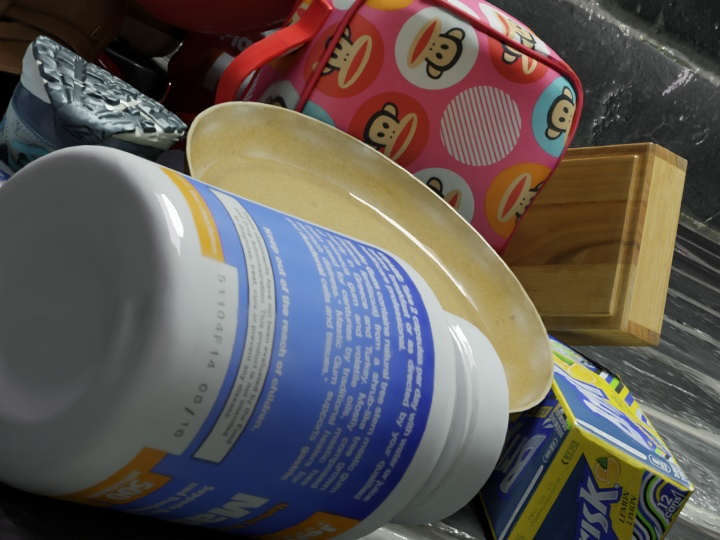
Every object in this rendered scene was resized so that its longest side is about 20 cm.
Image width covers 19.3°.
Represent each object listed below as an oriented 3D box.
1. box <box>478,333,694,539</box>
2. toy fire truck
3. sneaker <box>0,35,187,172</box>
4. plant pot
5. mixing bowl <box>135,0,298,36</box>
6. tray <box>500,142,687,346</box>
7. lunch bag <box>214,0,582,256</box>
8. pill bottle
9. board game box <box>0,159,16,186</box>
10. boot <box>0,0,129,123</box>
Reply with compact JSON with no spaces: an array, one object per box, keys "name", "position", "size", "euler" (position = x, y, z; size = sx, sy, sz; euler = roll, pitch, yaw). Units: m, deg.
[{"name":"box","position":[0.096,0.087,0.999],"size":[0.064,0.070,0.200],"euler":[28,9,-9]},{"name":"toy fire truck","position":[-0.095,-0.120,1.220],"size":[0.199,0.169,0.112],"euler":[33,9,19]},{"name":"sneaker","position":[-0.133,-0.051,0.963],"size":[0.077,0.087,0.200],"euler":[30,0,-9]},{"name":"plant pot","position":[0.000,0.000,0.953],"size":[0.199,0.028,0.201],"euler":[31,25,-16]},{"name":"mixing bowl","position":[-0.064,-0.193,1.114],"size":[0.200,0.199,0.109],"euler":[42,-27,55]},{"name":"tray","position":[0.079,-0.012,1.143],"size":[0.199,0.100,0.037],"euler":[-1,-16,45]},{"name":"lunch bag","position":[-0.001,-0.056,1.077],"size":[0.175,0.201,0.082],"euler":[25,15,-30]},{"name":"pill bottle","position":[-0.037,0.035,0.730],"size":[0.199,0.113,0.112],"euler":[20,12,-48]},{"name":"board game box","position":[-0.254,-0.076,0.879],"size":[0.199,0.041,0.199],"euler":[21,12,-47]},{"name":"boot","position":[-0.223,-0.125,1.152],"size":[0.198,0.077,0.156],"euler":[0,41,14]}]
